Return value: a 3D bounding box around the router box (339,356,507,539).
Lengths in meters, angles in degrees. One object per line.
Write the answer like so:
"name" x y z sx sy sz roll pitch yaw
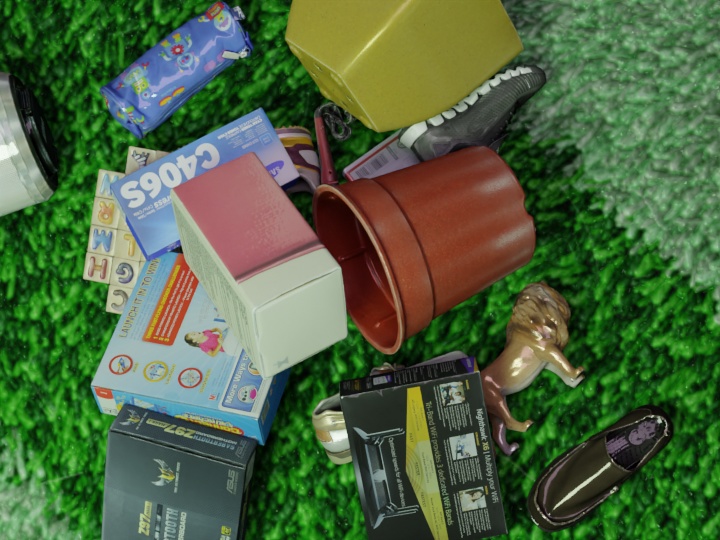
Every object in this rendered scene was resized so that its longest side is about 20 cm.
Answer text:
"router box" 0.070 0.208 1.648 0.156 0.052 0.201 -10 106 2

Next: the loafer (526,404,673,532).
"loafer" 0.269 0.216 1.673 0.200 0.071 0.073 -40 78 -7

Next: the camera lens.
"camera lens" -0.467 -0.134 1.750 0.199 0.160 0.161 -19 76 -2

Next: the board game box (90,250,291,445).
"board game box" -0.173 0.082 1.662 0.194 0.056 0.201 10 53 13

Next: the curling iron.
"curling iron" -0.027 -0.109 1.755 0.049 0.026 0.202 -8 72 18

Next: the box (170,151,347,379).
"box" -0.110 -0.008 1.609 0.108 0.128 0.200 -26 55 -17

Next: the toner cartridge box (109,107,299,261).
"toner cartridge box" -0.179 -0.099 1.709 0.199 0.043 0.095 -29 86 -12

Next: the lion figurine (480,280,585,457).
"lion figurine" 0.179 0.115 1.704 0.200 0.072 0.122 -45 71 -3

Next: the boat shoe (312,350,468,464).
"boat shoe" 0.039 0.144 1.691 0.199 0.075 0.069 -31 117 -5

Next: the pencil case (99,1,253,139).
"pencil case" -0.218 -0.244 1.804 0.200 0.078 0.087 -38 55 -5

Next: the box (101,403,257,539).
"box" -0.203 0.255 1.637 0.157 0.201 0.051 15 33 7

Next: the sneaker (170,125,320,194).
"sneaker" -0.147 -0.109 1.771 0.198 0.075 0.091 -14 70 0

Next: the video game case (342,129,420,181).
"video game case" 0.093 -0.082 1.772 0.143 0.017 0.200 -35 77 -13

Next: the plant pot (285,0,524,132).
"plant pot" 0.031 -0.281 1.713 0.200 0.194 0.195 -45 50 -5

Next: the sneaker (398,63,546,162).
"sneaker" 0.148 -0.171 1.766 0.199 0.067 0.091 -29 77 -16

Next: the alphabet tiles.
"alphabet tiles" -0.240 -0.040 1.758 0.165 0.006 0.202 11 99 5

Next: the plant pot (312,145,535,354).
"plant pot" 0.077 -0.038 1.657 0.194 0.201 0.202 -24 76 -18
